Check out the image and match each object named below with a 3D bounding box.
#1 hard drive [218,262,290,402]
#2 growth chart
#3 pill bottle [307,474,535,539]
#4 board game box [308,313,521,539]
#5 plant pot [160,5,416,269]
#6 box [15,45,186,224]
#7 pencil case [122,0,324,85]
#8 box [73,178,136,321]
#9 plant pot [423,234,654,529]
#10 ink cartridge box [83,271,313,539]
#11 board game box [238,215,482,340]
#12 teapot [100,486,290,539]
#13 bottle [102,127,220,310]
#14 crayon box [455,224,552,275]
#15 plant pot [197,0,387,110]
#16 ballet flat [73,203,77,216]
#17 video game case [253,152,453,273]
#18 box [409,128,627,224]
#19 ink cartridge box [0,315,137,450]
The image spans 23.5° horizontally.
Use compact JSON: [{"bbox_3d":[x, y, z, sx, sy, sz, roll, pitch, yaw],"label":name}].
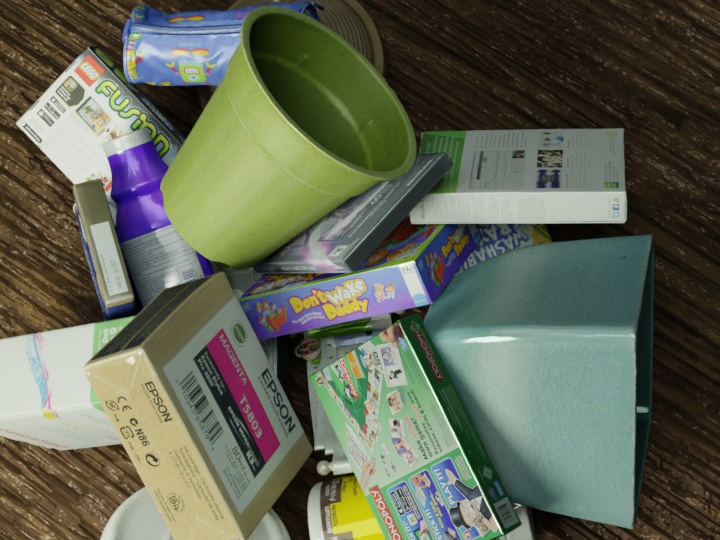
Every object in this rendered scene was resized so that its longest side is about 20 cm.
[{"bbox_3d":[-0.138,0.086,1.708,0.139,0.038,0.202,-6,73,20],"label":"hard drive"},{"bbox_3d":[0.009,0.112,1.661,0.144,0.018,0.201,-17,49,4],"label":"growth chart"},{"bbox_3d":[0.057,0.233,1.605,0.199,0.109,0.110,-12,73,7],"label":"pill bottle"},{"bbox_3d":[0.044,0.155,1.506,0.134,0.029,0.201,-33,80,44],"label":"board game box"},{"bbox_3d":[-0.084,-0.105,1.590,0.190,0.199,0.201,-43,69,30],"label":"plant pot"},{"bbox_3d":[-0.231,-0.112,1.711,0.110,0.035,0.200,-43,91,11],"label":"box"},{"bbox_3d":[-0.134,-0.219,1.677,0.198,0.087,0.079,1,64,11],"label":"pencil case"},{"bbox_3d":[-0.243,0.006,1.676,0.032,0.200,0.122,-16,72,-9],"label":"box"},{"bbox_3d":[0.155,0.091,1.546,0.198,0.197,0.197,2,117,14],"label":"plant pot"},{"bbox_3d":[-0.140,0.126,1.548,0.075,0.165,0.201,-18,107,30],"label":"ink cartridge box"},{"bbox_3d":[0.000,0.000,1.631,0.199,0.135,0.045,-13,110,31],"label":"board game box"},{"bbox_3d":[-0.153,0.301,1.615,0.196,0.147,0.200,-18,47,-29],"label":"teapot"},{"bbox_3d":[-0.192,-0.035,1.665,0.083,0.065,0.201,-19,95,13],"label":"bottle"},{"bbox_3d":[0.137,0.015,1.679,0.125,0.052,0.201,-24,73,4],"label":"crayon box"},{"bbox_3d":[-0.077,-0.213,1.759,0.199,0.093,0.202,-3,74,10],"label":"plant pot"},{"bbox_3d":[-0.193,-0.084,1.769,0.198,0.069,0.070,-4,75,8],"label":"ballet flat"},{"bbox_3d":[-0.012,-0.051,1.606,0.143,0.200,0.019,-47,110,-20],"label":"video game case"},{"bbox_3d":[0.149,-0.089,1.623,0.198,0.145,0.037,1,118,8],"label":"box"},{"bbox_3d":[-0.254,0.111,1.651,0.199,0.145,0.088,-12,69,28],"label":"ink cartridge box"}]
